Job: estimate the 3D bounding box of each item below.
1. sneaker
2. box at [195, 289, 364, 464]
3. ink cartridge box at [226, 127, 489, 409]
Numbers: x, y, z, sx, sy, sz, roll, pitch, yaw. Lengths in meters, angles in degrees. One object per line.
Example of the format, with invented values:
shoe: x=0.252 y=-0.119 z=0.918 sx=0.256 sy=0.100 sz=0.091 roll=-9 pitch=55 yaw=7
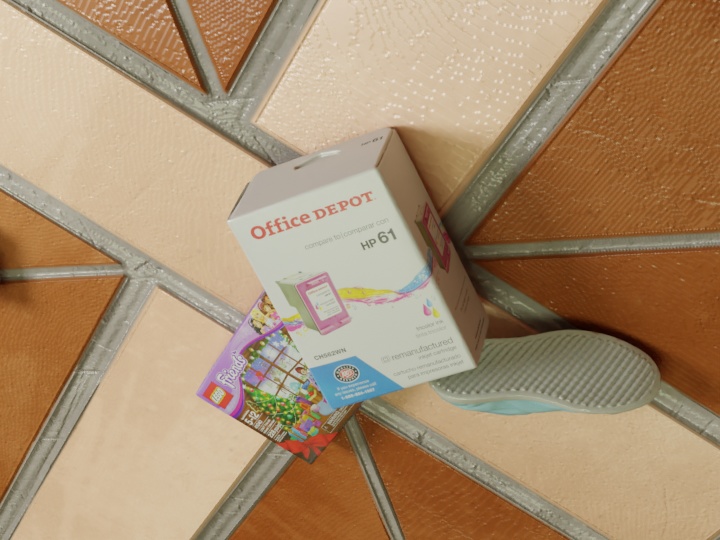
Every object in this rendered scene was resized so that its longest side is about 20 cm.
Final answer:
sneaker: x=0.161 y=0.093 z=1.265 sx=0.199 sy=0.074 sz=0.082 roll=5 pitch=167 yaw=9
box: x=-0.057 y=0.089 z=1.362 sx=0.137 sy=0.039 sz=0.200 roll=32 pitch=133 yaw=-4
ink cartridge box: x=0.000 y=0.000 z=1.203 sx=0.144 sy=0.085 sz=0.200 roll=-19 pitch=112 yaw=22
